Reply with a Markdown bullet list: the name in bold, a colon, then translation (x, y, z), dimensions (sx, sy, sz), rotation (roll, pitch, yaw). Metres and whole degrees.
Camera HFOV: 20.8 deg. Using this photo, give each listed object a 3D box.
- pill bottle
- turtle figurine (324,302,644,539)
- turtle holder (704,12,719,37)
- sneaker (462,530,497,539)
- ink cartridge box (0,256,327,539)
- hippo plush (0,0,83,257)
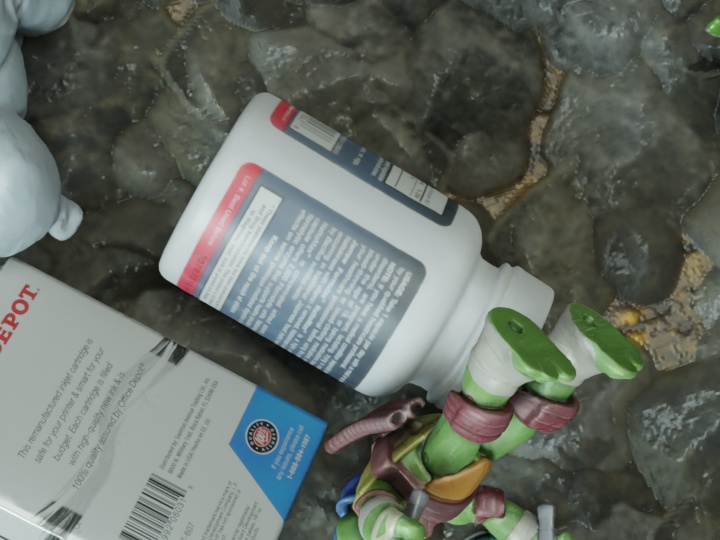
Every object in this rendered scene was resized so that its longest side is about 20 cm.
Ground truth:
- **pill bottle**: translation (0.000, 0.000, 1.094), dimensions (0.199, 0.120, 0.120), rotation (31, 73, -2)
- **turtle figurine**: translation (0.069, 0.123, 0.994), dimensions (0.143, 0.194, 0.200), rotation (22, 30, -21)
- **turtle holder**: translation (0.305, -0.145, 1.190), dimensions (0.141, 0.185, 0.132), rotation (-43, 86, 15)
- **sneaker**: translation (0.067, 0.241, 1.068), dimensions (0.077, 0.080, 0.201), rotation (13, 74, -7)
- **ink cartridge box**: translation (-0.138, 0.106, 1.036), dimensions (0.199, 0.084, 0.146), rotation (28, 47, -2)
- **hippo plush**: translation (-0.200, -0.087, 1.058), dimensions (0.159, 0.199, 0.162), rotation (-20, 90, -47)
